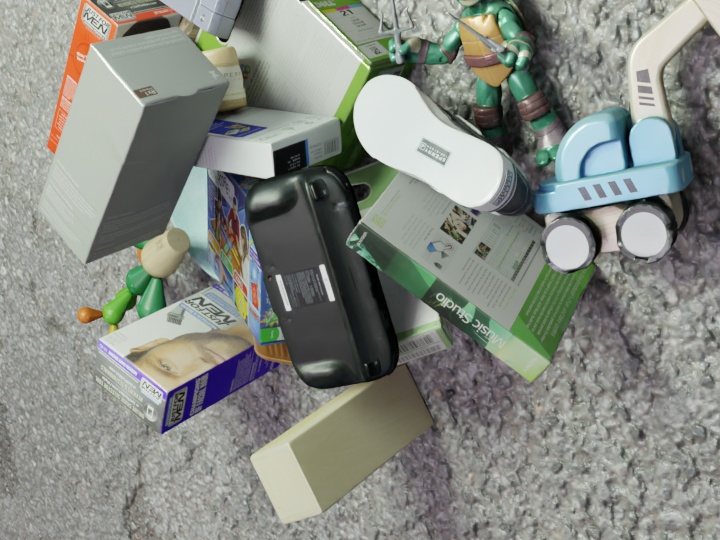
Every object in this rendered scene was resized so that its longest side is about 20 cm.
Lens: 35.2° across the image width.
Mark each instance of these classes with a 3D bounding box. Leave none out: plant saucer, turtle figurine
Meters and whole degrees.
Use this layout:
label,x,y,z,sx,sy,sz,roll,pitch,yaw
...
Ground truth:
label,x,y,z,sx,sy,sz,roll,pitch,yaw
plant saucer,-0.135,-0.080,1.256,0.199,0.039,0.204,16,117,33
turtle figurine,0.108,-0.184,0.977,0.149,0.100,0.202,9,132,55

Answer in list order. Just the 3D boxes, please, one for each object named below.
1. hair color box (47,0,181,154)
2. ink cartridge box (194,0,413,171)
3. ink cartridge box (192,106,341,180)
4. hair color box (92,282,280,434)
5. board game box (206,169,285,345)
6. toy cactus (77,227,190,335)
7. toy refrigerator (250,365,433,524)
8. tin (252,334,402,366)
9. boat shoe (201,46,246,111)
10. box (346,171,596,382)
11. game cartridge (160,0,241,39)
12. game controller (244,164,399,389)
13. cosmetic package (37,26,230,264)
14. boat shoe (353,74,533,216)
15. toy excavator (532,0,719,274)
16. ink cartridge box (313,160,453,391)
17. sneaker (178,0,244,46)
label,x,y,z,sx,sy,sz,roll,pitch,yaw
hair color box,-0.277,-0.212,1.273,0.061,0.101,0.202,39,129,19
ink cartridge box,-0.061,-0.212,1.118,0.200,0.075,0.149,47,131,18
ink cartridge box,-0.123,-0.128,1.086,0.198,0.099,0.040,15,119,37
hair color box,-0.184,0.091,1.258,0.109,0.199,0.066,32,126,24
board game box,-0.114,-0.032,1.143,0.200,0.034,0.137,-131,39,-56
toy cactus,-0.254,-0.004,1.313,0.165,0.101,0.203,-38,46,45
toy refrigerator,-0.017,0.173,1.159,0.070,0.199,0.077,-26,93,42
tin,-0.026,0.061,1.178,0.198,0.111,0.043,6,111,36
boat shoe,-0.188,-0.207,1.140,0.198,0.073,0.070,16,112,37
box,0.101,-0.012,0.993,0.199,0.145,0.036,36,134,3
game cartridge,-0.160,-0.317,1.110,0.200,0.038,0.131,40,116,49
game controller,-0.035,0.010,1.009,0.103,0.042,0.203,-9,105,26
cosmetic package,-0.208,-0.112,1.026,0.090,0.106,0.201,44,129,19
boat shoe,0.071,-0.105,0.977,0.199,0.067,0.072,36,100,41
toy excavator,0.223,-0.114,0.914,0.192,0.100,0.203,-10,100,27
ink cartridge box,0.000,0.000,1.104,0.144,0.048,0.202,-19,56,14
sneaker,-0.143,-0.258,1.183,0.075,0.071,0.200,35,130,-8
